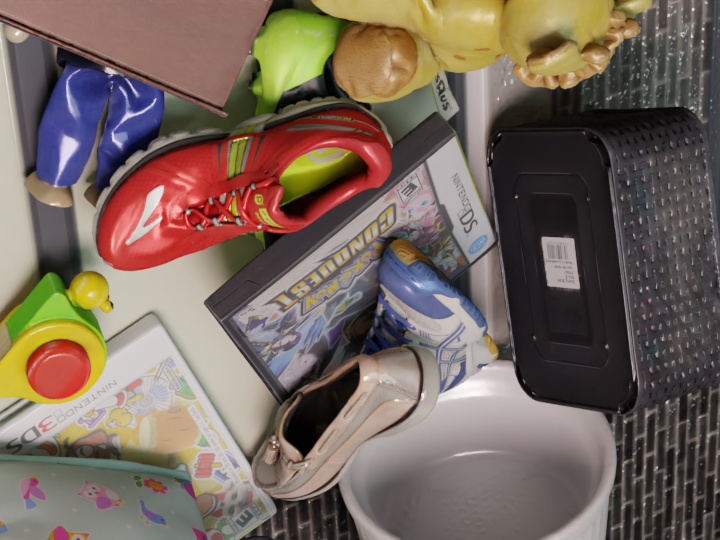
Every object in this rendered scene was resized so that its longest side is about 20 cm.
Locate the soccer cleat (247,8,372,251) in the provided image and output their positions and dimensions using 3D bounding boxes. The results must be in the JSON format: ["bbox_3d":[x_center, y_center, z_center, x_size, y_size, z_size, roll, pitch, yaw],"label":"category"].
[{"bbox_3d":[-0.034,-0.076,1.308,0.081,0.068,0.200,2,116,2],"label":"soccer cleat"}]

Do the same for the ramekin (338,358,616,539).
[{"bbox_3d":[0.087,0.167,1.433,0.200,0.200,0.098,-23,132,-17],"label":"ramekin"}]

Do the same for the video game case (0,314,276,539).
[{"bbox_3d":[-0.175,0.154,1.387,0.182,0.023,0.200,-34,126,-9],"label":"video game case"}]

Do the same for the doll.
[{"bbox_3d":[-0.158,-0.136,1.228,0.136,0.048,0.200,11,109,-22],"label":"doll"}]

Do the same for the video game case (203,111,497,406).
[{"bbox_3d":[0.000,0.000,1.353,0.200,0.026,0.181,-40,154,-5],"label":"video game case"}]

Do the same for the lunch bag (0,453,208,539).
[{"bbox_3d":[-0.196,0.208,1.280,0.200,0.170,0.122,14,122,-33],"label":"lunch bag"}]

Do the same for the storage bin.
[{"bbox_3d":[0.174,-0.009,1.385,0.094,0.135,0.200,-15,101,-32],"label":"storage bin"}]

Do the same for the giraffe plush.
[{"bbox_3d":[0.086,-0.170,1.241,0.200,0.162,0.173,52,55,-41],"label":"giraffe plush"}]

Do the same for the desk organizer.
[{"bbox_3d":[-0.158,-0.168,1.147,0.200,0.072,0.077,22,98,-29],"label":"desk organizer"}]

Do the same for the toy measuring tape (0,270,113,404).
[{"bbox_3d":[-0.226,0.080,1.298,0.074,0.074,0.200,32,106,-36],"label":"toy measuring tape"}]

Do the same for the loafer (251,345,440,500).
[{"bbox_3d":[-0.026,0.101,1.353,0.063,0.072,0.200,11,148,-34],"label":"loafer"}]

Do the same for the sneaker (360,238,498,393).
[{"bbox_3d":[0.039,0.048,1.366,0.088,0.075,0.200,-40,153,-3],"label":"sneaker"}]

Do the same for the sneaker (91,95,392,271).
[{"bbox_3d":[-0.074,-0.051,1.228,0.200,0.085,0.077,-24,121,-5],"label":"sneaker"}]

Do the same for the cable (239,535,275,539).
[{"bbox_3d":[-0.044,0.244,1.415,0.200,0.051,0.163,11,141,-2],"label":"cable"}]
